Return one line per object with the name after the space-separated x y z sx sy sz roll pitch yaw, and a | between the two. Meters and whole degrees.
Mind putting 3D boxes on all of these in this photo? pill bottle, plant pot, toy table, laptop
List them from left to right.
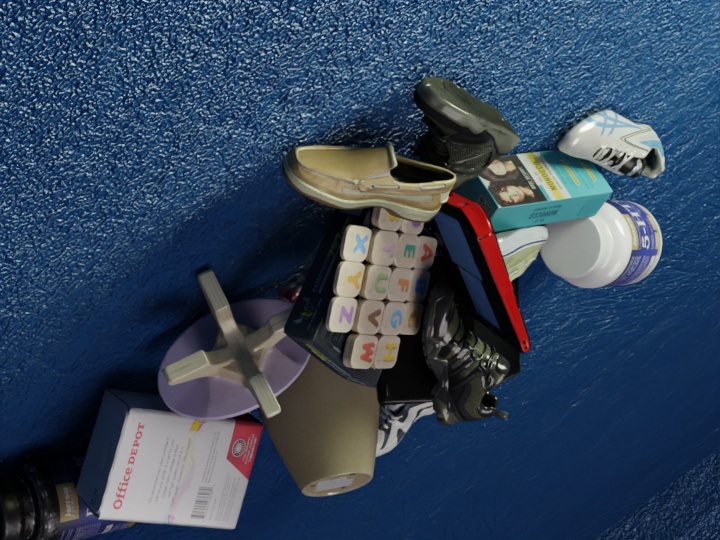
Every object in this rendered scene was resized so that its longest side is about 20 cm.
-0.382 0.293 1.753 0.199 0.112 0.112 -8 146 -39 | pill bottle
-0.145 0.097 1.602 0.199 0.184 0.117 -37 171 -12 | toy table
-0.050 0.180 1.749 0.186 0.202 0.188 -11 158 -5 | plant pot
0.115 0.063 1.766 0.198 0.189 0.116 -3 -169 -1 | laptop
0.324 -0.037 1.857 0.120 0.120 0.199 -43 161 25 | pill bottle

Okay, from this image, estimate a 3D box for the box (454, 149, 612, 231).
0.216 -0.103 1.707 0.199 0.083 0.049 -10 146 -36 | box

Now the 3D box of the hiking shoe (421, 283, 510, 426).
0.131 0.099 1.659 0.100 0.076 0.201 -4 124 11 | hiking shoe

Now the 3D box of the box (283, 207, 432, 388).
0.003 0.016 1.586 0.158 0.051 0.201 40 69 -52 | box

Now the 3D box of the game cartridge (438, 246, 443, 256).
0.156 -0.018 1.845 0.200 0.042 0.133 -44 146 25 | game cartridge

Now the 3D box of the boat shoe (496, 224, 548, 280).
0.183 -0.021 1.700 0.071 0.063 0.200 1 -170 27 | boat shoe

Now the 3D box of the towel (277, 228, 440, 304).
0.000 0.000 1.732 0.199 0.030 0.146 -35 153 3 | towel

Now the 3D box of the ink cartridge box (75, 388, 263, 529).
-0.239 0.239 1.722 0.199 0.085 0.149 14 97 -34 | ink cartridge box

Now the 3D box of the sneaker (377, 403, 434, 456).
0.043 0.205 2.075 0.198 0.080 0.130 -29 148 9 | sneaker

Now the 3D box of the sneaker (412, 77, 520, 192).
0.096 -0.145 1.519 0.114 0.076 0.199 -44 156 13 | sneaker

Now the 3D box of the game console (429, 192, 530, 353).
0.129 -0.005 1.569 0.031 0.178 0.200 -21 -164 -8 | game console

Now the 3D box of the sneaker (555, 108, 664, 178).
0.325 -0.157 1.737 0.199 0.073 0.072 2 141 -45 | sneaker

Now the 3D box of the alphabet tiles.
0.029 0.014 1.565 0.195 0.015 0.202 7 95 -57 | alphabet tiles

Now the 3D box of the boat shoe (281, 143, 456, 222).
0.013 -0.110 1.475 0.199 0.072 0.076 8 141 -32 | boat shoe
